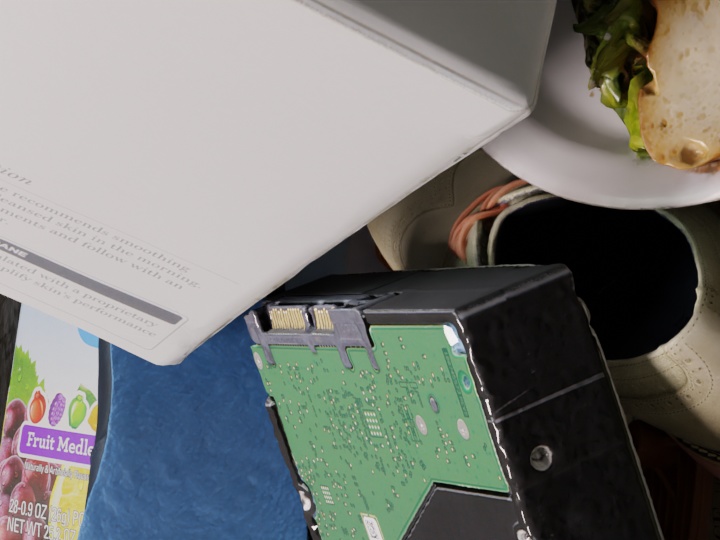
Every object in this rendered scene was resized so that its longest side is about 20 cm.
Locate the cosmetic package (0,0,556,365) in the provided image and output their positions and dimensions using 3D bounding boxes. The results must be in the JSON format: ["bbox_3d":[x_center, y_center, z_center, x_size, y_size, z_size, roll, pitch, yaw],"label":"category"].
[{"bbox_3d":[-0.035,-0.110,0.577,0.200,0.123,0.200,-33,37,55],"label":"cosmetic package"}]

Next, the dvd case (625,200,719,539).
[{"bbox_3d":[0.073,0.062,0.676,0.149,0.016,0.200,130,144,-59],"label":"dvd case"}]

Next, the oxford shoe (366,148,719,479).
[{"bbox_3d":[0.053,-0.009,0.592,0.200,0.074,0.071,26,84,53],"label":"oxford shoe"}]

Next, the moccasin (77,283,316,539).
[{"bbox_3d":[-0.040,0.059,0.664,0.068,0.080,0.200,69,-158,-66],"label":"moccasin"}]

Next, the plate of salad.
[{"bbox_3d":[0.085,-0.112,0.545,0.200,0.048,0.200,-21,57,37],"label":"plate of salad"}]

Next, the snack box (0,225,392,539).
[{"bbox_3d":[-0.044,0.009,0.768,0.168,0.068,0.200,3,82,44],"label":"snack box"}]

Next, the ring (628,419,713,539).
[{"bbox_3d":[0.054,0.070,0.673,0.200,0.019,0.201,-171,90,-74],"label":"ring"}]

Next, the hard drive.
[{"bbox_3d":[0.039,0.097,0.567,0.140,0.038,0.200,-5,106,66],"label":"hard drive"}]
